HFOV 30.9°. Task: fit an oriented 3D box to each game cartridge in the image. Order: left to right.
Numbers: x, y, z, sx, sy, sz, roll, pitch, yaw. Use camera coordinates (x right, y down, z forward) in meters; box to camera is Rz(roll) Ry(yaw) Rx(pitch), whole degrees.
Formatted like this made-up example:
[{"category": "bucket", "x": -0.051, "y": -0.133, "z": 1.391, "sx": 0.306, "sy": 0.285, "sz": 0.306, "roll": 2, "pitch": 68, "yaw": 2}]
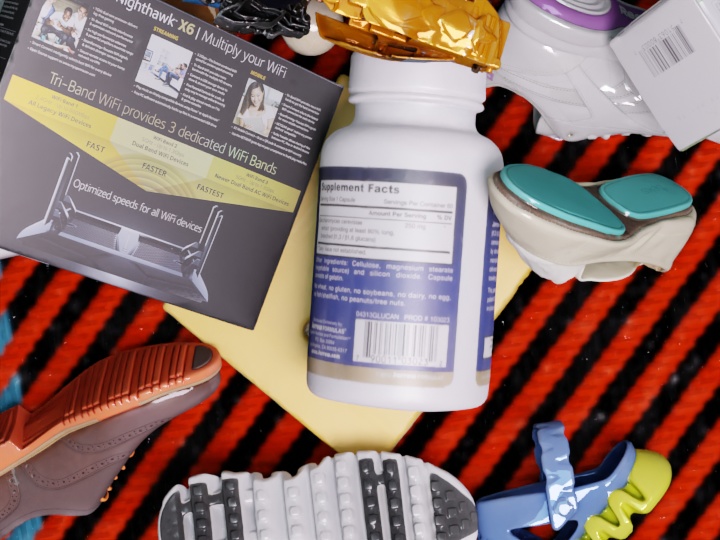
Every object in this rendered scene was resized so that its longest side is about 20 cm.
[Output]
[{"category": "game cartridge", "x": 0.000, "y": 0.000, "z": 0.841, "sx": 0.176, "sy": 0.032, "sz": 0.201, "roll": 39, "pitch": 90, "yaw": -2}]

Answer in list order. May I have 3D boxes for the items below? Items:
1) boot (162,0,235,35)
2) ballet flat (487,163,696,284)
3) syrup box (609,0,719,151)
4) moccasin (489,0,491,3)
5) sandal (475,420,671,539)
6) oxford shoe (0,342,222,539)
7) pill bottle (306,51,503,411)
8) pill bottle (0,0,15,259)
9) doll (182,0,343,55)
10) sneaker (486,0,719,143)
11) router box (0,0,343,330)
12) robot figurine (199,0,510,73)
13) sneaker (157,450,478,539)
[{"category": "boot", "x": -0.154, "y": -0.230, "z": 0.817, "sx": 0.186, "sy": 0.068, "sz": 0.203, "roll": 11, "pitch": 110, "yaw": 13}, {"category": "ballet flat", "x": 0.134, "y": -0.021, "z": 0.776, "sx": 0.069, "sy": 0.198, "sz": 0.071, "roll": 1, "pitch": 91, "yaw": 44}, {"category": "syrup box", "x": 0.250, "y": -0.158, "z": 0.762, "sx": 0.199, "sy": 0.079, "sz": 0.082, "roll": -35, "pitch": 91, "yaw": -26}, {"category": "moccasin", "x": 0.036, "y": -0.232, "z": 0.758, "sx": 0.068, "sy": 0.080, "sz": 0.202, "roll": -25, "pitch": 93, "yaw": 17}, {"category": "sandal", "x": 0.104, "y": 0.174, "z": 0.830, "sx": 0.087, "sy": 0.079, "sz": 0.201, "roll": 40, "pitch": 85, "yaw": 2}, {"category": "oxford shoe", "x": -0.169, "y": 0.108, "z": 0.833, "sx": 0.198, "sy": 0.071, "sz": 0.073, "roll": -24, "pitch": 111, "yaw": 11}, {"category": "pill bottle", "x": 0.028, "y": -0.025, "z": 0.769, "sx": 0.109, "sy": 0.111, "sz": 0.203, "roll": 4, "pitch": 91, "yaw": 0}, {"category": "pill bottle", "x": -0.251, "y": -0.104, "z": 0.793, "sx": 0.111, "sy": 0.112, "sz": 0.203, "roll": -11, "pitch": 93, "yaw": 1}, {"category": "doll", "x": -0.062, "y": -0.210, "z": 0.745, "sx": 0.135, "sy": 0.049, "sz": 0.201, "roll": -23, "pitch": 121, "yaw": 10}, {"category": "sneaker", "x": 0.164, "y": -0.119, "z": 0.820, "sx": 0.198, "sy": 0.075, "sz": 0.100, "roll": 21, "pitch": 134, "yaw": -15}, {"category": "router box", "x": -0.125, "y": -0.071, "z": 0.750, "sx": 0.198, "sy": 0.052, "sz": 0.159, "roll": 21, "pitch": 92, "yaw": -33}, {"category": "robot figurine", "x": -0.007, "y": -0.181, "z": 0.690, "sx": 0.197, "sy": 0.058, "sz": 0.147, "roll": 18, "pitch": 92, "yaw": -9}, {"category": "sneaker", "x": -0.025, "y": 0.157, "z": 0.825, "sx": 0.197, "sy": 0.081, "sz": 0.076, "roll": -1, "pitch": 73, "yaw": 1}]
